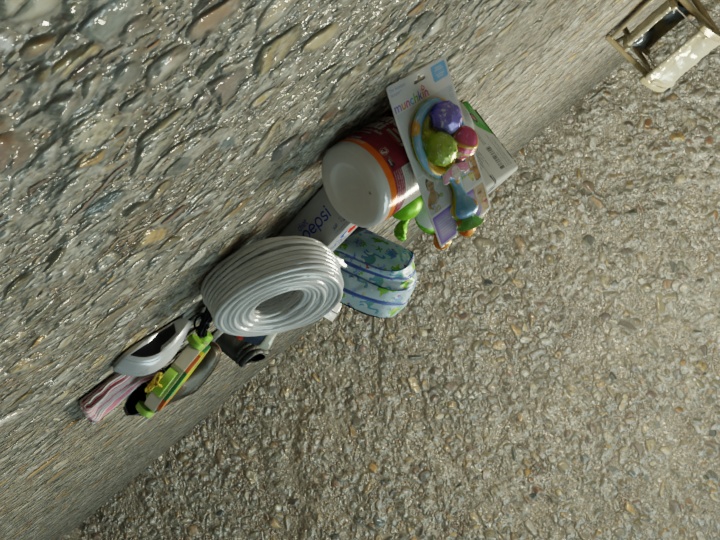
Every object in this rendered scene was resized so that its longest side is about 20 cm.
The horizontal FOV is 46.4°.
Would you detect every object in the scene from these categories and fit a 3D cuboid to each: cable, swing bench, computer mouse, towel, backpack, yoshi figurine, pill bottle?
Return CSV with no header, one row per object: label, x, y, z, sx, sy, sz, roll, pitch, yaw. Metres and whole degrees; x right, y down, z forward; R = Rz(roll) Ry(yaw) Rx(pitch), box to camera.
cable,-0.121,0.028,1.179,0.197,0.070,0.200,-26,156,9
swing bench,0.741,-0.564,2.026,0.129,0.201,0.199,-33,173,-46
computer mouse,-0.282,0.109,1.255,0.199,0.044,0.110,-36,175,-43
towel,-0.380,0.190,1.352,0.146,0.030,0.200,-37,175,-21
backpack,0.000,0.000,1.456,0.155,0.199,0.163,-52,176,23
yoshi figurine,0.101,-0.098,1.387,0.111,0.199,0.114,26,-95,54
pill bottle,0.052,-0.145,1.058,0.199,0.110,0.110,-37,175,-36

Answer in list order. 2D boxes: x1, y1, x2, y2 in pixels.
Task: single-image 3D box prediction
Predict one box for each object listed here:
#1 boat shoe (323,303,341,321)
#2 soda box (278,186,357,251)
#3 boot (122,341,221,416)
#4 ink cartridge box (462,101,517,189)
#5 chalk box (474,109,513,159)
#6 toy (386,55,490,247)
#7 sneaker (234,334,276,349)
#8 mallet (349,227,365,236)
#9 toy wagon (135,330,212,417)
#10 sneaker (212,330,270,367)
boat shoe,-0.091,0.030,1.541,0.066,0.072,0.199,-55,137,-3
soda box,-0.056,-0.065,1.234,0.200,0.069,0.063,-44,171,39
boot,-0.339,0.202,1.516,0.199,0.075,0.097,-38,179,3
ink cartridge box,0.152,-0.178,1.344,0.084,0.147,0.199,-39,175,33
chalk box,0.157,-0.178,1.540,0.199,0.126,0.124,-35,174,-30
toy,0.110,-0.143,1.006,0.047,0.203,0.115,3,-150,45
sneaker,-0.197,0.066,1.365,0.076,0.084,0.199,-64,-154,-4
mallet,-0.029,-0.045,1.302,0.198,0.067,0.041,-18,155,38
toy wagon,-0.310,0.174,1.392,0.156,0.039,0.200,-52,-176,5
sneaker,-0.201,0.121,1.690,0.199,0.100,0.071,-38,175,-36
